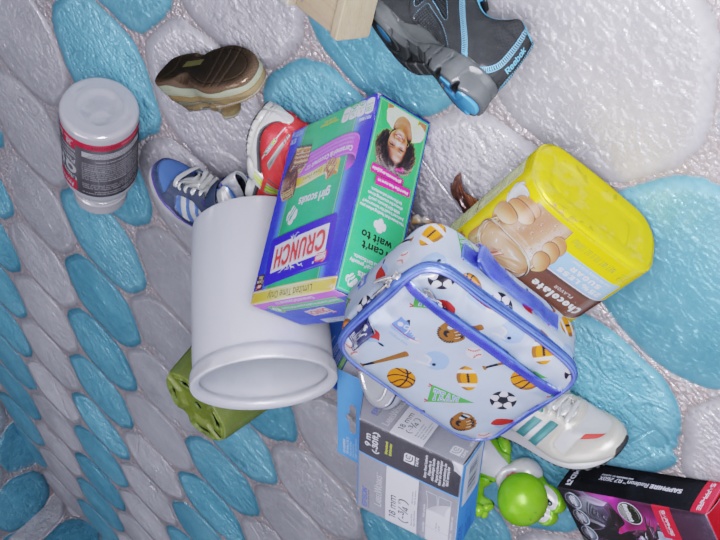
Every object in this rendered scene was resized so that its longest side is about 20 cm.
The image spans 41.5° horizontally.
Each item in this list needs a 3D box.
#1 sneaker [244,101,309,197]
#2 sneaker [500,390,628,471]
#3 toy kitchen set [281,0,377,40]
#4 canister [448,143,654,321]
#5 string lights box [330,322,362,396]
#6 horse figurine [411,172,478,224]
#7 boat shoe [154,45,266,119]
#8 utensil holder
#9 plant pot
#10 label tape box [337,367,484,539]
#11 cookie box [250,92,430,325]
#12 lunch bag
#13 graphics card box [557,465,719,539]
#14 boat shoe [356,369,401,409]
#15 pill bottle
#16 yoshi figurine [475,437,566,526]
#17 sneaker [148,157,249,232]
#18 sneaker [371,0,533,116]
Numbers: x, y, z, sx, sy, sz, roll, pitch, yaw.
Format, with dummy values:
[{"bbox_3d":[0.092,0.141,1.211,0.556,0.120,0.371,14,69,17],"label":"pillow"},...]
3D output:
[{"bbox_3d":[-0.088,-0.103,1.126,0.084,0.077,0.202,25,145,17],"label":"sneaker"},{"bbox_3d":[0.194,0.147,1.036,0.198,0.070,0.094,16,141,47],"label":"sneaker"},{"bbox_3d":[-0.078,-0.309,0.754,0.163,0.178,0.202,43,133,32],"label":"toy kitchen set"},{"bbox_3d":[0.146,-0.006,0.862,0.147,0.087,0.200,34,136,-13],"label":"canister"},{"bbox_3d":[-0.031,0.091,1.221,0.198,0.104,0.059,23,164,36],"label":"string lights box"},{"bbox_3d":[0.118,0.002,0.992,0.131,0.050,0.203,19,133,24],"label":"horse figurine"},{"bbox_3d":[-0.162,-0.214,1.116,0.199,0.072,0.076,18,152,51],"label":"boat shoe"},{"bbox_3d":[-0.118,0.039,1.110,0.170,0.167,0.204,125,143,-58],"label":"utensil holder"},{"bbox_3d":[-0.174,0.140,1.380,0.198,0.190,0.202,31,146,25],"label":"plant pot"},{"bbox_3d":[0.040,0.220,1.106,0.197,0.063,0.146,20,129,25],"label":"label tape box"},{"bbox_3d":[-0.023,-0.055,0.966,0.074,0.204,0.170,22,162,-30],"label":"cookie box"},{"bbox_3d":[0.084,0.056,0.828,0.199,0.076,0.160,35,131,-19],"label":"lunch bag"},{"bbox_3d":[0.323,0.280,1.039,0.198,0.051,0.127,-1,123,53],"label":"graphics card box"},{"bbox_3d":[0.010,0.057,1.035,0.073,0.066,0.204,4,101,37],"label":"boat shoe"},{"bbox_3d":[-0.376,-0.171,1.374,0.110,0.111,0.201,41,148,12],"label":"pill bottle"},{"bbox_3d":[0.158,0.238,1.151,0.199,0.112,0.113,34,140,17],"label":"yoshi figurine"},{"bbox_3d":[-0.191,-0.107,1.254,0.200,0.080,0.147,47,141,9],"label":"sneaker"},{"bbox_3d":[0.068,-0.211,0.822,0.200,0.082,0.073,48,-178,36],"label":"sneaker"}]
